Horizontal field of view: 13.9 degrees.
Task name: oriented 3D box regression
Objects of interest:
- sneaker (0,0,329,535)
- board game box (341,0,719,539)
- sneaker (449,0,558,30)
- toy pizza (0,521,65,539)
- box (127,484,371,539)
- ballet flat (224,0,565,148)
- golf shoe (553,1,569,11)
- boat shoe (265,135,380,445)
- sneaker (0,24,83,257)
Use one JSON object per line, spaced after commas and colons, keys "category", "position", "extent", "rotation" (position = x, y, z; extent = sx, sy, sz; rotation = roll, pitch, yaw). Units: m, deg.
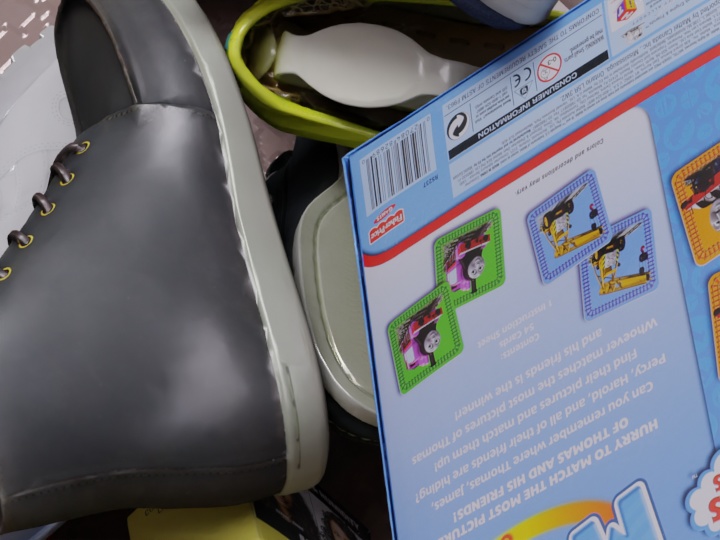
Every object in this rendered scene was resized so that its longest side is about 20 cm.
{"category": "sneaker", "position": [-0.087, -0.015, 0.904], "extent": [0.106, 0.075, 0.201], "rotation": [-9, 54, -18]}
{"category": "board game box", "position": [0.069, 0.021, 0.772], "extent": [0.151, 0.037, 0.201], "rotation": [-31, 48, 31]}
{"category": "sneaker", "position": [-0.014, -0.106, 0.881], "extent": [0.085, 0.075, 0.200], "rotation": [-54, 41, 11]}
{"category": "toy pizza", "position": [-0.163, 0.051, 1.001], "extent": [0.199, 0.032, 0.201], "rotation": [-10, 42, 9]}
{"category": "box", "position": [-0.019, 0.131, 0.868], "extent": [0.050, 0.075, 0.200], "rotation": [-38, 31, 14]}
{"category": "ballet flat", "position": [0.050, -0.053, 0.909], "extent": [0.199, 0.067, 0.067], "rotation": [11, 89, 14]}
{"category": "golf shoe", "position": [0.016, -0.120, 0.982], "extent": [0.199, 0.075, 0.092], "rotation": [31, 105, -9]}
{"category": "boat shoe", "position": [-0.002, -0.001, 0.963], "extent": [0.074, 0.066, 0.200], "rotation": [20, 35, -20]}
{"category": "sneaker", "position": [-0.108, -0.003, 0.976], "extent": [0.080, 0.077, 0.200], "rotation": [20, 55, 17]}
